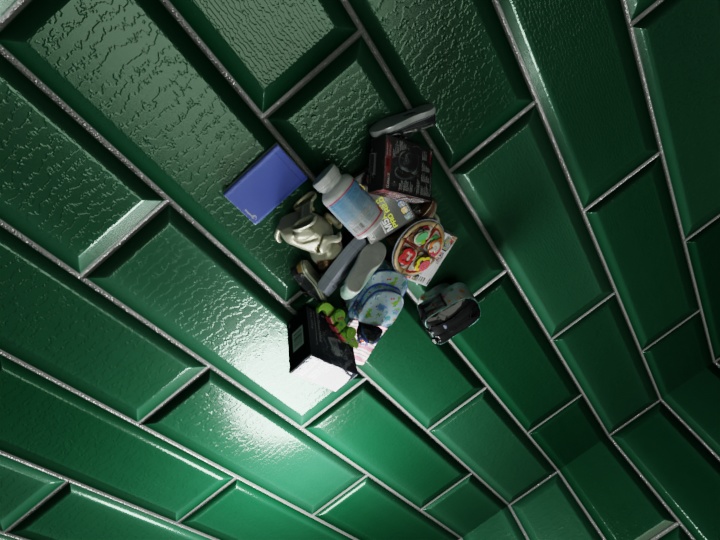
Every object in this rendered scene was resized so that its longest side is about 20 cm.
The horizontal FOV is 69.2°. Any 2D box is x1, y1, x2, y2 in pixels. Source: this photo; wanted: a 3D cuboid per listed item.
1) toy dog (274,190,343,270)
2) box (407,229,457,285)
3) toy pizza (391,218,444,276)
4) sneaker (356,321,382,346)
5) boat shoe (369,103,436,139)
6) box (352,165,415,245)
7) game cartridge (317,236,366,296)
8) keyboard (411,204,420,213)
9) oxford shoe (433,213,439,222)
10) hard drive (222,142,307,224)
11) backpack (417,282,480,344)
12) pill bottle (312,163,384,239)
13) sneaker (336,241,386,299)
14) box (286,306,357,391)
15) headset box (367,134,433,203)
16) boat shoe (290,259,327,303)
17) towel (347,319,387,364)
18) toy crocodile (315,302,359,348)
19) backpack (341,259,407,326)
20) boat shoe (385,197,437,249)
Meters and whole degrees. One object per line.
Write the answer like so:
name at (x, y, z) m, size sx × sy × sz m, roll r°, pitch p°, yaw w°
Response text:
toy dog at (-0.132, -0.088, 1.508) m, size 0.192 × 0.141 × 0.200 m, roll -33°, pitch 129°, yaw 15°
box at (0.225, -0.050, 1.730) m, size 0.109 × 0.035 × 0.202 m, roll 18°, pitch 115°, yaw -29°
toy pizza at (0.185, -0.064, 1.608) m, size 0.197 × 0.032 × 0.203 m, roll -19°, pitch 131°, yaw -23°
sneaker at (0.025, 0.212, 1.692) m, size 0.074 × 0.200 × 0.080 m, roll 14°, pitch 95°, yaw -5°
boat shoe at (0.120, -0.395, 1.441) m, size 0.197 × 0.072 × 0.069 m, roll -25°, pitch 127°, yaw -13°
box at (0.048, -0.200, 1.521) m, size 0.159 × 0.044 × 0.202 m, roll -31°, pitch 110°, yaw 1°
game cartridge at (-0.054, -0.014, 1.572) m, size 0.041 × 0.133 × 0.201 m, roll 38°, pitch 84°, yaw 6°
keyboard at (0.105, -0.201, 1.572) m, size 0.198 × 0.021 × 0.128 m, roll -32°, pitch 101°, yaw 4°
oxford shoe at (0.182, -0.095, 1.656) m, size 0.201 × 0.075 × 0.057 m, roll -53°, pitch 155°, yaw 21°
hard drive at (-0.259, -0.235, 1.429) m, size 0.199 × 0.025 × 0.132 m, roll -40°, pitch 127°, yaw 8°
backpack at (0.310, 0.136, 1.813) m, size 0.197 × 0.155 × 0.177 m, roll -26°, pitch 131°, yaw 11°
pill bottle at (-0.035, -0.191, 1.430) m, size 0.108 × 0.109 × 0.200 m, roll -41°, pitch 110°, yaw 10°
sneaker at (0.000, 0.000, 1.591) m, size 0.073 × 0.118 × 0.202 m, roll 38°, pitch 63°, yaw -4°
box at (-0.126, 0.254, 1.689) m, size 0.198 × 0.199 × 0.117 m, roll 30°, pitch 122°, yaw -34°
headset box at (0.105, -0.278, 1.443) m, size 0.197 × 0.077 × 0.152 m, roll 5°, pitch 86°, yaw -36°
boat shoe at (-0.156, 0.043, 1.624) m, size 0.061 × 0.076 × 0.201 m, roll -19°, pitch 139°, yaw 11°
towel at (-0.006, 0.251, 1.850) m, size 0.144 × 0.030 × 0.202 m, roll 18°, pitch 115°, yaw -29°
toy crocodile at (-0.069, 0.176, 1.656) m, size 0.062 × 0.067 × 0.202 m, roll -44°, pitch 119°, yaw -21°
backpack at (0.058, 0.075, 1.682) m, size 0.180 × 0.147 × 0.202 m, roll 14°, pitch 113°, yaw -31°
boat shoe at (0.156, -0.150, 1.614) m, size 0.071 × 0.076 × 0.201 m, roll 33°, pitch 104°, yaw -31°
